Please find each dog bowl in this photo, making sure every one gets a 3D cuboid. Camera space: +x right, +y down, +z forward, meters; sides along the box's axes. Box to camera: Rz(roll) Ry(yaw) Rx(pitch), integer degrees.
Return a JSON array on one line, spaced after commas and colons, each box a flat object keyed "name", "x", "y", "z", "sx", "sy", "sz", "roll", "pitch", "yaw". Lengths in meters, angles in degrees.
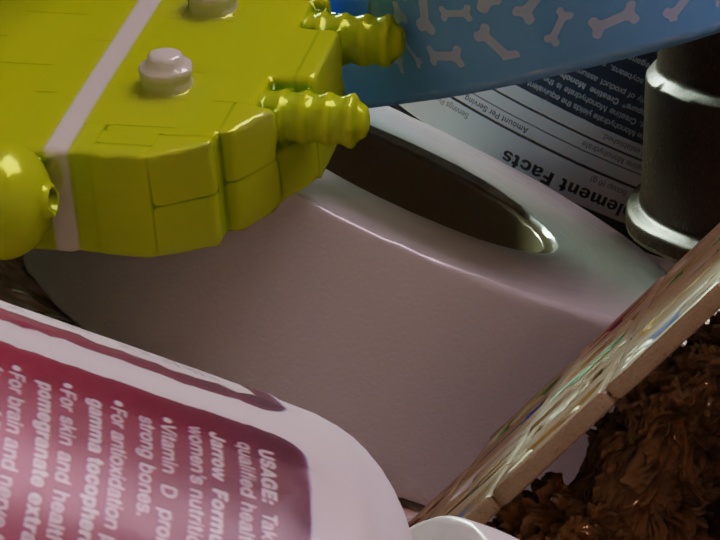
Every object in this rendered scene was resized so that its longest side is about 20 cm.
[{"name": "dog bowl", "x": 0.040, "y": -0.082, "z": 0.813, "sx": 0.111, "sy": 0.050, "sz": 0.200, "roll": -16, "pitch": 5, "yaw": -21}]

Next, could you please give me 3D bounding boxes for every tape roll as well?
[{"name": "tape roll", "x": 0.000, "y": 0.000, "z": 0.851, "sx": 0.202, "sy": 0.071, "sz": 0.202, "roll": 24, "pitch": 12, "yaw": -5}]

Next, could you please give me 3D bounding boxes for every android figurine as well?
[{"name": "android figurine", "x": -0.089, "y": -0.053, "z": 0.753, "sx": 0.199, "sy": 0.041, "sz": 0.182, "roll": 4, "pitch": 32, "yaw": 15}]

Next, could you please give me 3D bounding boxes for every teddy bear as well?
[{"name": "teddy bear", "x": 0.112, "y": 0.024, "z": 0.696, "sx": 0.145, "sy": 0.200, "sz": 0.067, "roll": 8, "pitch": 44, "yaw": -55}]

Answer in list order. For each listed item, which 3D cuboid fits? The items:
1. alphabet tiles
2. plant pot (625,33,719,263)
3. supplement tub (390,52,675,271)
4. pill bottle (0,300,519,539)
[{"name": "alphabet tiles", "x": 0.067, "y": 0.014, "z": 0.649, "sx": 0.006, "sy": 0.200, "sz": 0.166, "roll": 47, "pitch": 14, "yaw": 2}, {"name": "plant pot", "x": 0.175, "y": -0.115, "z": 0.842, "sx": 0.199, "sy": 0.199, "sz": 0.200, "roll": -5, "pitch": 14, "yaw": 1}, {"name": "supplement tub", "x": 0.084, "y": -0.072, "z": 1.004, "sx": 0.140, "sy": 0.200, "sz": 0.140, "roll": 24, "pitch": 13, "yaw": -6}, {"name": "pill bottle", "x": -0.060, "y": 0.060, "z": 0.405, "sx": 0.199, "sy": 0.110, "sz": 0.110, "roll": 21, "pitch": 13, "yaw": -19}]
